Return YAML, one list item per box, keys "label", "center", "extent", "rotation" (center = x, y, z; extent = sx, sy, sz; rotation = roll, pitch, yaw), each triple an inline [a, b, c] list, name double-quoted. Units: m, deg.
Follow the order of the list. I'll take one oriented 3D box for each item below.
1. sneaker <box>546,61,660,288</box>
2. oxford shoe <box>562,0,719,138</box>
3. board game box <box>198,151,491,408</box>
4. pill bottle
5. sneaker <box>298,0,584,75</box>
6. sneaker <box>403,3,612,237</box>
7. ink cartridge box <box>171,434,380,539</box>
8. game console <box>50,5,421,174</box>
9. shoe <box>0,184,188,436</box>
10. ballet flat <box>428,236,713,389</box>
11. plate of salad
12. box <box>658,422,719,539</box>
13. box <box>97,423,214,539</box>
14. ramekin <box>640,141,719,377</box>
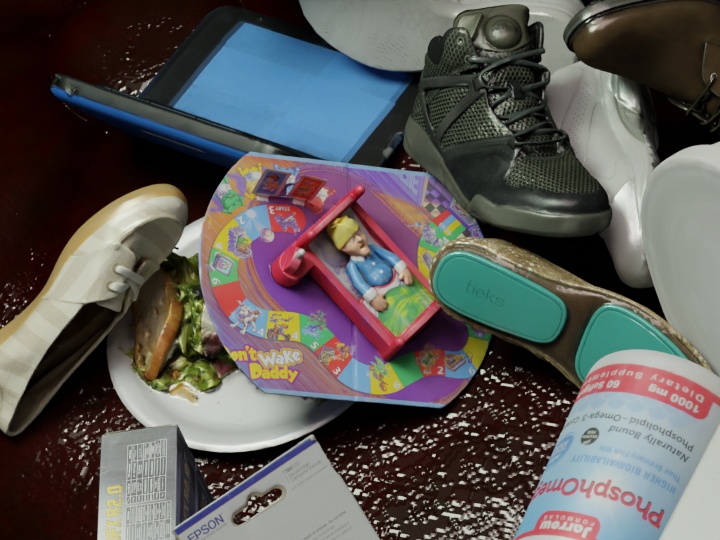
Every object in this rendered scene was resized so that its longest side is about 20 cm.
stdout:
- label: "sneaker"
  center: [0.149, -0.056, 1.765]
  extent: [0.099, 0.078, 0.201]
  rotation: [-19, 42, 11]
- label: "oxford shoe"
  center: [0.222, -0.127, 1.742]
  extent: [0.199, 0.073, 0.085]
  rotation: [9, 54, -20]
- label: "board game box"
  center: [0.000, 0.000, 1.705]
  extent: [0.199, 0.039, 0.159]
  rotation: [6, 68, -20]
- label: "pill bottle"
  center: [0.146, 0.153, 1.571]
  extent: [0.108, 0.109, 0.201]
  rotation: [12, 57, 24]
- label: "sneaker"
  center: [0.058, -0.180, 1.881]
  extent: [0.199, 0.076, 0.089]
  rotation: [14, 32, 6]
- label: "sneaker"
  center: [0.093, -0.095, 1.715]
  extent: [0.076, 0.115, 0.199]
  rotation: [-5, 27, -25]
- label: "ink cartridge box"
  center: [-0.018, 0.198, 1.545]
  extent: [0.099, 0.201, 0.039]
  rotation: [-32, 10, -10]
- label: "game console"
  center: [-0.076, -0.126, 1.853]
  extent: [0.199, 0.171, 0.119]
  rotation: [19, 87, 28]
- label: "shoe"
  center: [-0.176, 0.026, 1.768]
  extent: [0.200, 0.070, 0.053]
  rotation: [-45, 58, 15]
- label: "ballet flat"
  center: [0.137, 0.033, 1.687]
  extent: [0.199, 0.071, 0.065]
  rotation: [32, 20, 8]
- label: "plate of salad"
  center: [-0.070, 0.027, 1.772]
  extent: [0.199, 0.048, 0.201]
  rotation: [-8, 51, 10]
- label: "box"
  center: [0.232, 0.174, 1.501]
  extent: [0.106, 0.153, 0.200]
  rotation: [18, 59, 26]
- label: "box"
  center: [-0.107, 0.214, 1.566]
  extent: [0.048, 0.159, 0.201]
  rotation: [-9, 52, 9]
- label: "ramekin"
  center: [0.260, 0.004, 1.605]
  extent: [0.094, 0.203, 0.202]
  rotation: [-28, 50, -20]
